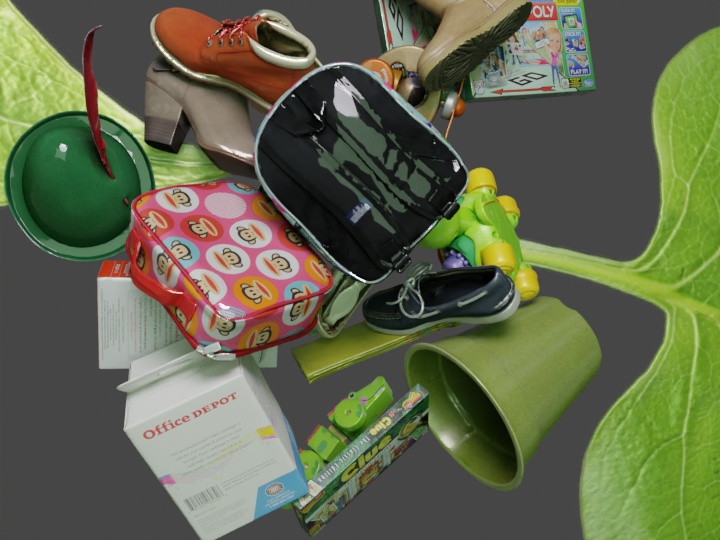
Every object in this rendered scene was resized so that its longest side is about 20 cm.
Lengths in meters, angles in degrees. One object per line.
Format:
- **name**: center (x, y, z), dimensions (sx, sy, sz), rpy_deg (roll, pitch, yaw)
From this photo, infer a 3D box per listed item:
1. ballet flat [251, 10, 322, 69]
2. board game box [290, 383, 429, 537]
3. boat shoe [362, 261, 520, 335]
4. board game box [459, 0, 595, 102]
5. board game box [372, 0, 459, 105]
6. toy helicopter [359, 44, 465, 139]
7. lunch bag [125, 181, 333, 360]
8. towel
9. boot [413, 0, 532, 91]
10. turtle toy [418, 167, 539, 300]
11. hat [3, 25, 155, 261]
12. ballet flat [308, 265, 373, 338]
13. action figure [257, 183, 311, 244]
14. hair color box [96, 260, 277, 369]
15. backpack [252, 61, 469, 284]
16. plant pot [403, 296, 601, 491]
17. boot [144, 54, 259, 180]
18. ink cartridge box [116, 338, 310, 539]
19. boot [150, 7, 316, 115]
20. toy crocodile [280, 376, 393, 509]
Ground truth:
- **ballet flat**: center (-0.065, -0.226, 0.866), dimensions (0.069, 0.069, 0.200), rpy_deg (-40, 98, -11)
- **board game box**: center (0.005, 0.226, 0.855), dimensions (0.200, 0.105, 0.023), rpy_deg (-38, 57, -21)
- **boat shoe**: center (0.080, 0.030, 0.827), dimensions (0.062, 0.199, 0.075), rpy_deg (51, 49, -37)
- **board game box**: center (0.210, -0.292, 0.932), dimensions (0.199, 0.029, 0.135), rpy_deg (-10, 93, -25)
- **board game box**: center (0.089, -0.318, 0.930), dimensions (0.134, 0.029, 0.201), rpy_deg (-11, 92, -12)
- **toy helicopter**: center (0.071, -0.171, 0.876), dimensions (0.132, 0.079, 0.201), rpy_deg (-8, 103, 6)
- **lunch bag**: center (-0.145, -0.005, 0.730), dimensions (0.176, 0.082, 0.200), rpy_deg (-16, 52, -41)
- **towel**: center (0.018, 0.081, 0.882), dimensions (0.199, 0.086, 0.018), rpy_deg (-20, 110, -12)
- **boot**: center (0.073, -0.316, 0.840), dimensions (0.175, 0.066, 0.200), rpy_deg (-38, 70, -20)
- **turtle toy**: center (0.133, -0.041, 0.872), dimensions (0.200, 0.101, 0.146), rpy_deg (34, 40, -48)
- **hat**: center (-0.308, -0.111, 0.757), dimensions (0.165, 0.176, 0.201), rpy_deg (-20, 94, -13)
- **ballet flat**: center (0.000, 0.000, 0.887), dimensions (0.069, 0.069, 0.200), rpy_deg (36, 82, -10)
- **action figure**: center (-0.120, -0.051, 0.868), dimensions (0.199, 0.055, 0.118), rpy_deg (-28, 99, -8)
- **hair color box**: center (-0.193, 0.051, 0.827), dimensions (0.199, 0.064, 0.111), rpy_deg (2, 109, -13)
- **backpack**: center (-0.010, -0.109, 0.749), dimensions (0.200, 0.151, 0.178), rpy_deg (42, 94, -16)
- **plant pot**: center (0.188, 0.130, 0.883), dimensions (0.190, 0.200, 0.201), rpy_deg (-30, 96, -24)
- **boot**: center (-0.156, -0.195, 0.840), dimensions (0.199, 0.070, 0.147), rpy_deg (17, 77, -4)
- **ink cartridge box**: center (-0.159, 0.160, 0.776), dimensions (0.128, 0.125, 0.201), rpy_deg (-24, 118, -4)
- **boot**: center (-0.135, -0.246, 0.776), dimensions (0.199, 0.107, 0.075), rpy_deg (26, 66, 0)
- **toy crocodile**: center (-0.035, 0.210, 0.883), dimensions (0.200, 0.062, 0.068), rpy_deg (-49, 141, -10)
